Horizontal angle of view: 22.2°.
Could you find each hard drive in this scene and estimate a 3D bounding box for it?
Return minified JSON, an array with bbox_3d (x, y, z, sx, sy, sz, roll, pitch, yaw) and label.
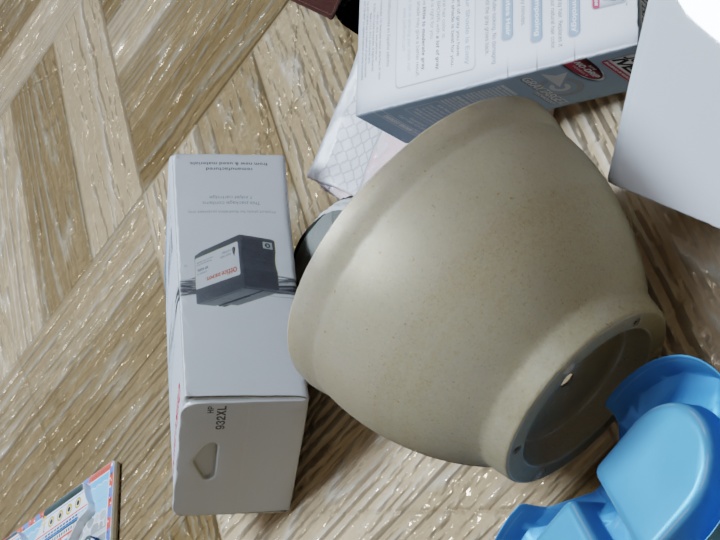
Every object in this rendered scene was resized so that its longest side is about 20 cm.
[{"bbox_3d":[0.202,-0.122,0.939,0.131,0.026,0.202,27,113,42],"label":"hard drive"}]

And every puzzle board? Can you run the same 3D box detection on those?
[{"bbox_3d":[-0.254,0.256,1.467,0.200,0.017,0.152,-35,45,39],"label":"puzzle board"}]

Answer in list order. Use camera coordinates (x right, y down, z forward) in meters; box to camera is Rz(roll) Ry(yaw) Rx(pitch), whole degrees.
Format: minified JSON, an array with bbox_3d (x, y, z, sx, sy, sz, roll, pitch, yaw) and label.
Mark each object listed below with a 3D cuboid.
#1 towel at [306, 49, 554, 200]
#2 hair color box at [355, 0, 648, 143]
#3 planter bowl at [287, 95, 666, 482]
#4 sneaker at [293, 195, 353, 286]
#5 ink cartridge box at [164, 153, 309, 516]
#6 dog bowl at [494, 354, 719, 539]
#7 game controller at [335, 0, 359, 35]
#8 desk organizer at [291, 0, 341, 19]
[{"bbox_3d":[0.057,-0.121,1.206,0.191,0.032,0.201,27,96,49],"label":"towel"},{"bbox_3d":[0.093,-0.150,1.111,0.199,0.060,0.100,-11,69,36],"label":"hair color box"},{"bbox_3d":[0.078,0.028,0.989,0.135,0.200,0.201,44,110,27],"label":"planter bowl"},{"bbox_3d":[0.000,0.000,1.165,0.079,0.074,0.200,-35,13,-24],"label":"sneaker"},{"bbox_3d":[-0.087,0.043,1.237,0.146,0.083,0.201,101,166,-52],"label":"ink cartridge box"},{"bbox_3d":[0.140,0.137,0.940,0.200,0.049,0.112,-53,36,21],"label":"dog bowl"},{"bbox_3d":[0.051,-0.253,1.304,0.201,0.042,0.104,-62,33,10],"label":"game controller"},{"bbox_3d":[-0.056,-0.249,1.387,0.077,0.071,0.200,-65,19,7],"label":"desk organizer"}]
